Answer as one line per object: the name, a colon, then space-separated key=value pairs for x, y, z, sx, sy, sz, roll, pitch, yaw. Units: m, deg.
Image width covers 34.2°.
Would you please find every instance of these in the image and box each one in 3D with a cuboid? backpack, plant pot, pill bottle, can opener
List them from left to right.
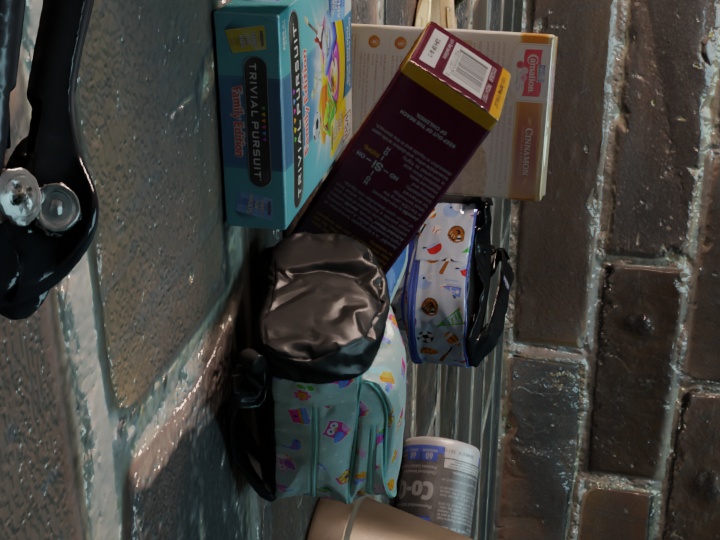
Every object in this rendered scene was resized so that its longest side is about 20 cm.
can opener: x=-0.139 y=-0.081 z=0.476 sx=0.063 sy=0.079 sz=0.201 roll=7 pitch=85 yaw=-40
backpack: x=-0.027 y=0.092 z=0.895 sx=0.167 sy=0.126 sz=0.200 roll=-75 pitch=168 yaw=-52
plant pot: x=0.039 y=0.331 z=1.211 sx=0.200 sy=0.173 sz=0.201 roll=4 pitch=90 yaw=-78
pill bottle: x=0.104 y=0.348 z=1.674 sx=0.114 sy=0.113 sz=0.201 roll=66 pitch=31 yaw=-67
backpack: x=0.097 y=0.018 z=1.399 sx=0.200 sy=0.154 sz=0.191 roll=59 pitch=30 yaw=-61

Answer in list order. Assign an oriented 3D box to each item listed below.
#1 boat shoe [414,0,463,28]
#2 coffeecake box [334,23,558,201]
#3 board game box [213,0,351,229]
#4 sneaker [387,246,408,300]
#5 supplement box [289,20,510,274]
boat shoe: x=0.110 y=-0.359 z=1.488 sx=0.072 sy=0.065 sz=0.201 roll=57 pitch=40 yaw=-72
coffeecake box: x=0.082 y=-0.153 z=1.118 sx=0.073 sy=0.199 sz=0.154 roll=-39 pitch=134 yaw=-73
board game box: x=-0.050 y=-0.139 z=0.866 sx=0.200 sy=0.047 sz=0.151 roll=-63 pitch=156 yaw=-61
sneaker: x=0.001 y=0.000 z=1.101 sx=0.111 sy=0.077 sz=0.200 roll=89 pitch=16 yaw=-73
supplement box: x=0.031 y=-0.091 z=0.971 sx=0.200 sy=0.086 sz=0.110 roll=-54 pitch=-175 yaw=30
